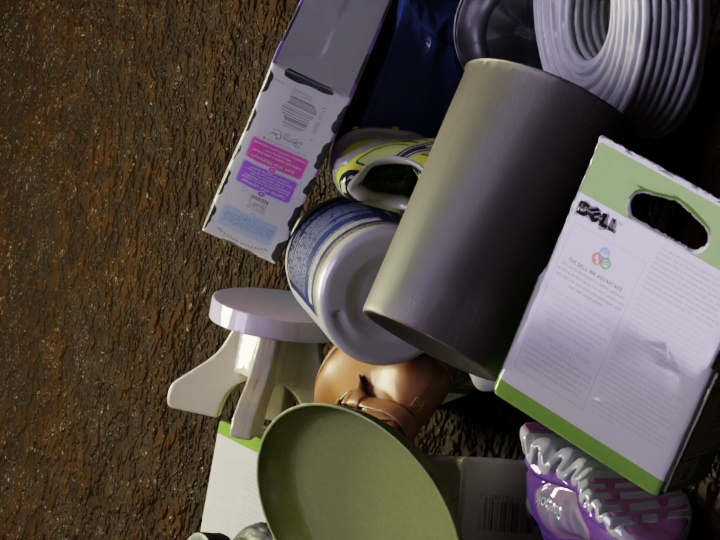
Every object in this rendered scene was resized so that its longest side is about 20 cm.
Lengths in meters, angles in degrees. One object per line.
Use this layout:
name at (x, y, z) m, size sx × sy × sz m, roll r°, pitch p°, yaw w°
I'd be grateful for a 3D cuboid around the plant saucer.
plant saucer at (0.005, 0.185, 1.625) m, size 0.199 × 0.031 × 0.201 m, roll 22°, pitch 127°, yaw 33°

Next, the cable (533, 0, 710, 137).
cable at (0.193, -0.198, 1.586) m, size 0.200 × 0.069 × 0.201 m, roll -119°, pitch 32°, yaw -52°

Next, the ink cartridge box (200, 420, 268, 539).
ink cartridge box at (-0.092, 0.256, 2.016) m, size 0.148 × 0.075 × 0.201 m, roll 16°, pitch 97°, yaw 62°

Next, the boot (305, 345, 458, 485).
boot at (-0.001, 0.124, 1.732) m, size 0.200 × 0.077 × 0.156 m, roll -22°, pitch 28°, yaw 47°

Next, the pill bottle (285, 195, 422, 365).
pill bottle at (0.000, 0.000, 1.719) m, size 0.200 × 0.110 × 0.112 m, roll -136°, pitch 60°, yaw -72°

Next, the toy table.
toy table at (-0.079, 0.087, 1.961) m, size 0.183 × 0.200 × 0.118 m, roll 13°, pitch 96°, yaw 21°

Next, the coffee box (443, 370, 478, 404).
coffee box at (0.092, 0.037, 1.768) m, size 0.200 × 0.044 × 0.124 m, roll -30°, pitch 57°, yaw 57°

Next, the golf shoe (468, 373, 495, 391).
golf shoe at (0.155, 0.063, 1.584) m, size 0.200 × 0.072 × 0.093 m, roll -28°, pitch 72°, yaw 44°

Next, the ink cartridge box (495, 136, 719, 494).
ink cartridge box at (0.200, 0.029, 1.455) m, size 0.147 × 0.076 × 0.201 m, roll 32°, pitch 111°, yaw 29°

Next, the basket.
basket at (0.095, -0.033, 1.542) m, size 0.201 × 0.136 × 0.180 m, roll -63°, pitch 15°, yaw -8°

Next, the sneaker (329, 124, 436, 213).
sneaker at (0.075, -0.071, 1.689) m, size 0.077 × 0.199 × 0.076 m, roll -89°, pitch -4°, yaw -63°

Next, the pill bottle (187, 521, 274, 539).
pill bottle at (-0.051, 0.271, 1.793) m, size 0.112 × 0.199 × 0.113 m, roll -27°, pitch 59°, yaw 57°

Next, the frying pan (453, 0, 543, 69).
frying pan at (0.105, -0.166, 1.697) m, size 0.190 × 0.115 × 0.031 m, roll -49°, pitch 27°, yaw 3°

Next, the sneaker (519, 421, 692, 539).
sneaker at (0.173, 0.181, 1.541) m, size 0.200 × 0.080 × 0.089 m, roll -140°, pitch 57°, yaw -65°

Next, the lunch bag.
lunch bag at (0.067, -0.148, 1.790) m, size 0.136 × 0.132 × 0.201 m, roll -104°, pitch 33°, yaw -71°

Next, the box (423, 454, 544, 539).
box at (0.068, 0.188, 1.712) m, size 0.200 × 0.094 × 0.078 m, roll -8°, pitch 77°, yaw 63°

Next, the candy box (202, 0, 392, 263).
candy box at (-0.049, -0.135, 1.748) m, size 0.168 × 0.071 × 0.200 m, roll -70°, pitch 4°, yaw -46°
